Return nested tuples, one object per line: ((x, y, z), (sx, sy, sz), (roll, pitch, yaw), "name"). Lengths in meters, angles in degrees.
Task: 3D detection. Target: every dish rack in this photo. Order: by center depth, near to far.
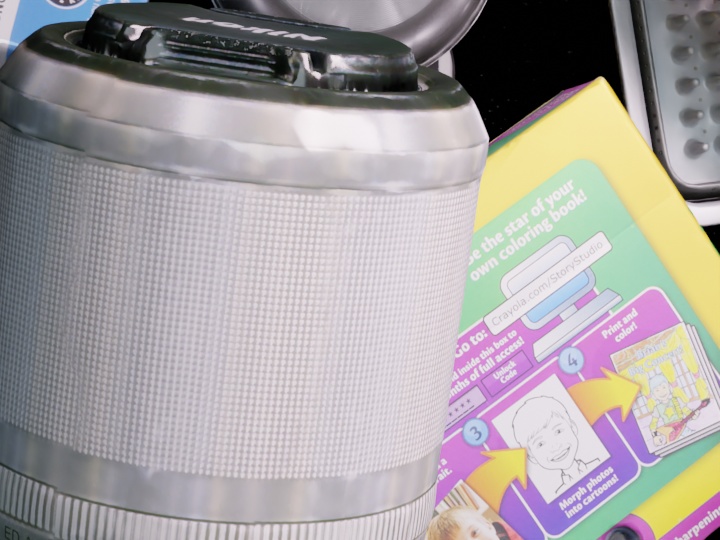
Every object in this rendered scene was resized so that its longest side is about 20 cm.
((0.203, -0.114, 0.947), (0.199, 0.044, 0.173), (-9, 91, -15), "dish rack")

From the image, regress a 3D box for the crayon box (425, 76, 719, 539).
((0.058, 0.052, 0.818), (0.200, 0.058, 0.173), (-35, 94, -11), "crayon box")

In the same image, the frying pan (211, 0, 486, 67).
((-0.017, -0.089, 0.750), (0.114, 0.031, 0.191), (22, 92, -10), "frying pan")

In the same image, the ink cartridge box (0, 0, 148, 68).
((-0.178, -0.128, 0.790), (0.199, 0.084, 0.146), (12, 57, -7), "ink cartridge box")

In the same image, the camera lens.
((-0.047, 0.019, 0.679), (0.159, 0.160, 0.201), (5, 102, -14), "camera lens")

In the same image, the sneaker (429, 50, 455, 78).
((-0.033, -0.049, 0.843), (0.200, 0.071, 0.083), (-53, 142, -21), "sneaker")
